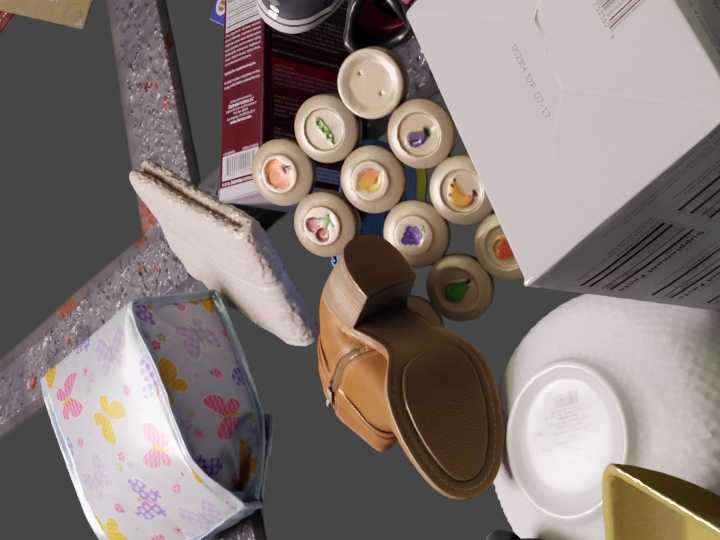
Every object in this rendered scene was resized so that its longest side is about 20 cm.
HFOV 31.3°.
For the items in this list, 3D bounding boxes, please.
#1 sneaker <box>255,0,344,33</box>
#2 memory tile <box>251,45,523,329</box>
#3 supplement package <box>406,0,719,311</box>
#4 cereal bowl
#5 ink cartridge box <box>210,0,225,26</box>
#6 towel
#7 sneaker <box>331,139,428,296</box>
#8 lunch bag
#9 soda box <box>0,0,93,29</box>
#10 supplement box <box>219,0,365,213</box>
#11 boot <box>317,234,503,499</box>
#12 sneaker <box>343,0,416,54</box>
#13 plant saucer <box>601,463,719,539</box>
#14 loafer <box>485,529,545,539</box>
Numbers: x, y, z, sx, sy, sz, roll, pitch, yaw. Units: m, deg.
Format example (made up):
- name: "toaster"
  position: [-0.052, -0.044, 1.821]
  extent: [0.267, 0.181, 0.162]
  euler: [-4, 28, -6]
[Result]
- name: "sneaker"
  position: [-0.018, -0.277, 0.979]
  extent: [0.200, 0.078, 0.079]
  euler: [-59, -7, -16]
- name: "memory tile"
  position: [0.024, -0.045, 0.919]
  extent: [0.153, 0.017, 0.200]
  euler: [-41, 87, 25]
- name: "supplement package"
  position: [0.168, -0.098, 0.707]
  extent: [0.147, 0.200, 0.191]
  euler: [-43, 55, 36]
- name: "cereal bowl"
  position: [0.151, 0.105, 0.786]
  extent: [0.200, 0.083, 0.200]
  euler: [-9, 78, 49]
- name: "ink cartridge box"
  position: [-0.097, -0.319, 1.181]
  extent: [0.095, 0.037, 0.200]
  euler: [34, 111, 47]
- name: "towel"
  position: [-0.120, -0.017, 1.096]
  extent: [0.034, 0.133, 0.200]
  euler: [-42, 38, -17]
- name: "sneaker"
  position: [0.000, 0.000, 0.984]
  extent: [0.066, 0.078, 0.200]
  euler: [5, 90, 48]
- name: "lunch bag"
  position: [-0.168, 0.143, 1.117]
  extent: [0.170, 0.127, 0.200]
  euler: [-38, 66, 38]
- name: "soda box"
  position: [-0.388, -0.322, 1.392]
  extent: [0.064, 0.200, 0.068]
  euler: [45, 118, 43]
- name: "supplement box"
  position: [-0.054, -0.150, 1.045]
  extent: [0.061, 0.109, 0.200]
  euler: [-9, 76, 49]
- name: "boot"
  position: [0.027, 0.091, 0.878]
  extent: [0.155, 0.074, 0.200]
  euler: [106, 147, -53]
- name: "sneaker"
  position: [0.052, -0.221, 0.941]
  extent: [0.200, 0.077, 0.084]
  euler: [-48, 14, 45]
- name: "plant saucer"
  position: [0.218, 0.208, 0.668]
  extent: [0.200, 0.048, 0.200]
  euler: [29, 138, 47]
- name: "loafer"
  position: [0.093, 0.257, 0.754]
  extent: [0.063, 0.072, 0.200]
  euler: [5, 90, 24]
